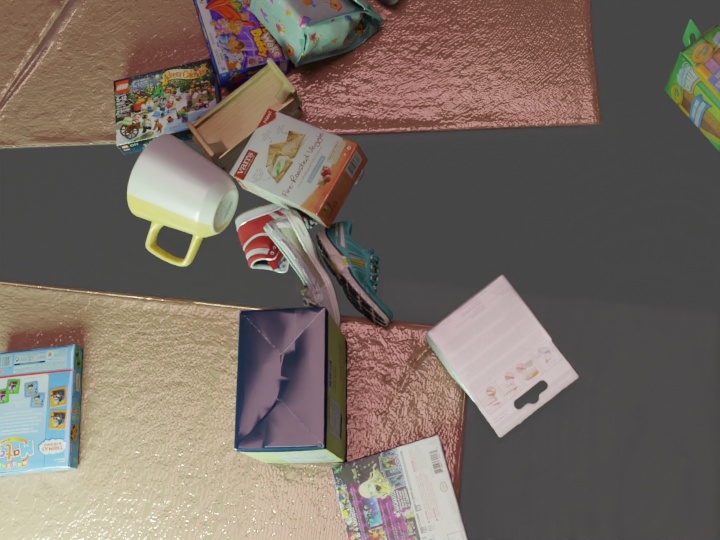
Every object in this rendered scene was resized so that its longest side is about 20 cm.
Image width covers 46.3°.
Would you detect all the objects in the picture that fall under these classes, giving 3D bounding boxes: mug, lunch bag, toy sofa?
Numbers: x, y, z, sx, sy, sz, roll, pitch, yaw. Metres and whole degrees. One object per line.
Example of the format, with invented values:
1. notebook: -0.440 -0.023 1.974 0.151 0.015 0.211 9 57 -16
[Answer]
1. mug: -0.294 -0.120 1.448 0.151 0.189 0.150 25 49 13
2. lunch bag: -0.073 -0.482 1.520 0.197 0.123 0.172 -27 68 -29
3. toy sofa: -0.201 -0.269 1.487 0.199 0.098 0.083 -39 76 -4

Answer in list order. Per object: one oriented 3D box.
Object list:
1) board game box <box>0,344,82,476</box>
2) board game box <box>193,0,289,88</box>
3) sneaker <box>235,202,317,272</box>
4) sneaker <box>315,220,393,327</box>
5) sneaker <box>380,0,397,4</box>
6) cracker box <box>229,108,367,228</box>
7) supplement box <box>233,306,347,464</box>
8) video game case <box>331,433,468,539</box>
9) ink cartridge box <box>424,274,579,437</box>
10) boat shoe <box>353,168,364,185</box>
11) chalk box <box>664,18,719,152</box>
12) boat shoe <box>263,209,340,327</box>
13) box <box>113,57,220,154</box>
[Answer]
1. board game box: -0.545 0.234 1.412 0.147 0.037 0.205 -6 71 7
2. board game box: -0.224 -0.447 1.561 0.131 0.045 0.204 -15 70 -15
3. sneaker: -0.111 -0.067 1.424 0.196 0.071 0.115 -21 66 10
4. sneaker: 0.000 0.000 1.386 0.079 0.078 0.202 -28 70 -11
5. sneaker: 0.019 -0.578 1.581 0.200 0.071 0.080 41 67 16
6. cracker box: -0.104 -0.172 1.391 0.197 0.058 0.136 25 79 29
7. supplement box: -0.098 0.180 1.272 0.131 0.200 0.205 -2 71 8
8. video game case: 0.063 0.372 1.271 0.177 0.036 0.204 -17 70 3
9. ink cartridge box: 0.219 0.134 1.322 0.159 0.050 0.202 -35 74 -4
10. boat shoe: -0.089 -0.204 1.468 0.195 0.066 0.075 10 74 12
11. chalk box: 0.586 -0.318 1.369 0.123 0.125 0.202 -34 69 -4
12. boat shoe: -0.090 0.006 1.366 0.064 0.074 0.206 -25 100 -10
13. box: -0.356 -0.304 1.558 0.195 0.038 0.140 -12 71 5
